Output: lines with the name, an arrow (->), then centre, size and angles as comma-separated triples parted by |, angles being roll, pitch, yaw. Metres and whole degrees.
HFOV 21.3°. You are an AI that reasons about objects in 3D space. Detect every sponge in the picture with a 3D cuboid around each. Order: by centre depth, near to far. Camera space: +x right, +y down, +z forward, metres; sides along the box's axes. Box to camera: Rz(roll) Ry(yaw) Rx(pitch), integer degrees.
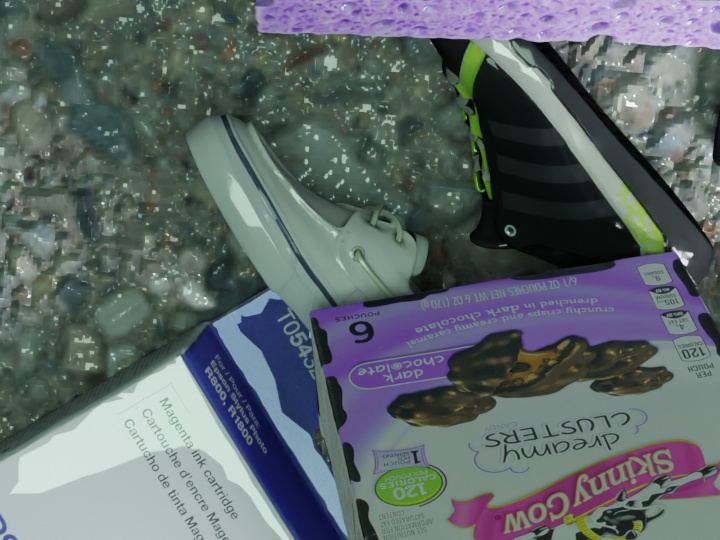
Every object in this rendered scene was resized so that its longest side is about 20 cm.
sponge -> 0.057, -0.145, 0.800 | 0.197, 0.113, 0.030 | 2, 144, 2

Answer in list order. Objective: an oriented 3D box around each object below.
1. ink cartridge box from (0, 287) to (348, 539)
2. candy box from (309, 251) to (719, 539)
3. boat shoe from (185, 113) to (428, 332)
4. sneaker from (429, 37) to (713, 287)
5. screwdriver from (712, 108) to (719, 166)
ink cartridge box -> -0.070, 0.137, 0.913 | 0.199, 0.043, 0.197 | -30, 102, 10
candy box -> 0.077, 0.087, 0.760 | 0.166, 0.201, 0.072 | -9, 125, -6
boat shoe -> 0.000, 0.000, 0.864 | 0.066, 0.074, 0.201 | -34, 115, 5
sneaker -> 0.073, -0.045, 0.843 | 0.083, 0.072, 0.200 | -40, 101, 12
screwdriver -> 0.189, -0.139, 0.833 | 0.028, 0.029, 0.202 | 11, 110, -2
